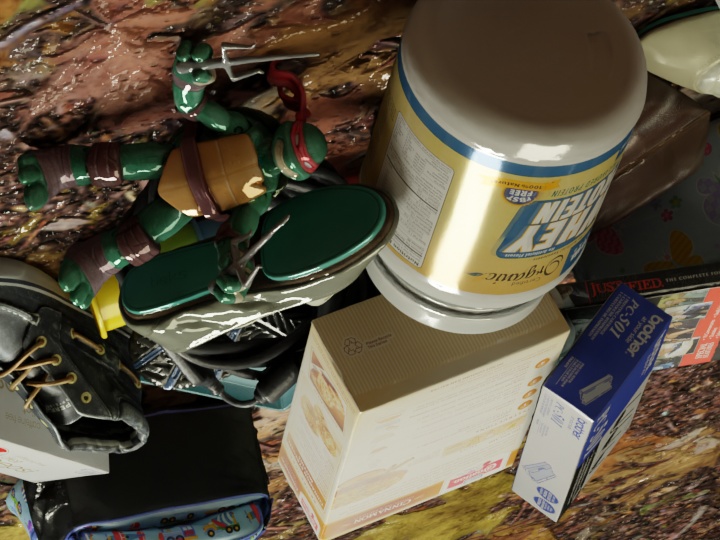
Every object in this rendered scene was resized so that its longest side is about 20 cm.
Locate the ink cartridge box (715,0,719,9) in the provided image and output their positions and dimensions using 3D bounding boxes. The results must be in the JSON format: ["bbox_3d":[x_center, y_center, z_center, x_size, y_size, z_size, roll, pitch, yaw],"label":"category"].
[{"bbox_3d":[0.303,-0.130,1.601,0.083,0.201,0.145,-15,159,-20],"label":"ink cartridge box"}]

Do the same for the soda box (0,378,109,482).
[{"bbox_3d":[-0.248,0.097,1.860,0.063,0.068,0.200,-9,164,22],"label":"soda box"}]

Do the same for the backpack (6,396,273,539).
[{"bbox_3d":[-0.176,0.186,2.070,0.182,0.135,0.200,-7,159,-26],"label":"backpack"}]

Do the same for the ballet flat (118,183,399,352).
[{"bbox_3d":[-0.052,0.000,1.613,0.199,0.068,0.064,-18,143,27],"label":"ballet flat"}]

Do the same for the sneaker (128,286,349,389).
[{"bbox_3d":[-0.057,0.022,1.804,0.199,0.077,0.076,-6,119,2],"label":"sneaker"}]

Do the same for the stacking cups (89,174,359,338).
[{"bbox_3d":[-0.086,-0.019,1.759,0.199,0.061,0.061,-21,160,-8],"label":"stacking cups"}]

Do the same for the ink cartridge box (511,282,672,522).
[{"bbox_3d":[0.154,0.092,1.817,0.094,0.044,0.200,-51,167,-20],"label":"ink cartridge box"}]

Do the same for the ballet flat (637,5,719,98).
[{"bbox_3d":[0.271,-0.139,1.736,0.199,0.070,0.070,-11,158,-20],"label":"ballet flat"}]

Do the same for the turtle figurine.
[{"bbox_3d":[-0.092,-0.053,1.570,0.199,0.150,0.101,-17,178,19],"label":"turtle figurine"}]

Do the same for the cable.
[{"bbox_3d":[-0.067,-0.003,1.699,0.163,0.051,0.200,-29,127,7],"label":"cable"}]

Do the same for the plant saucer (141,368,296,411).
[{"bbox_3d":[-0.120,0.062,1.913,0.199,0.019,0.070,13,144,-33],"label":"plant saucer"}]

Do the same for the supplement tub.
[{"bbox_3d":[0.078,-0.069,1.592,0.144,0.145,0.200,-11,147,-20],"label":"supplement tub"}]

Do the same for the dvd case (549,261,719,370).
[{"bbox_3d":[0.193,0.036,1.853,0.199,0.022,0.146,-9,157,-8],"label":"dvd case"}]

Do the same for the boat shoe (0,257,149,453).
[{"bbox_3d":[-0.210,0.058,1.760,0.071,0.091,0.200,-32,147,28],"label":"boat shoe"}]

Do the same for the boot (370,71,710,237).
[{"bbox_3d":[0.123,-0.083,1.757,0.200,0.064,0.187,-34,135,4],"label":"boot"}]

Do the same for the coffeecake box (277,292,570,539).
[{"bbox_3d":[0.037,0.083,1.767,0.153,0.073,0.200,-20,155,-19],"label":"coffeecake box"}]

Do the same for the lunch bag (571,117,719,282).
[{"bbox_3d":[0.248,-0.023,1.923,0.169,0.128,0.200,-20,165,15],"label":"lunch bag"}]
